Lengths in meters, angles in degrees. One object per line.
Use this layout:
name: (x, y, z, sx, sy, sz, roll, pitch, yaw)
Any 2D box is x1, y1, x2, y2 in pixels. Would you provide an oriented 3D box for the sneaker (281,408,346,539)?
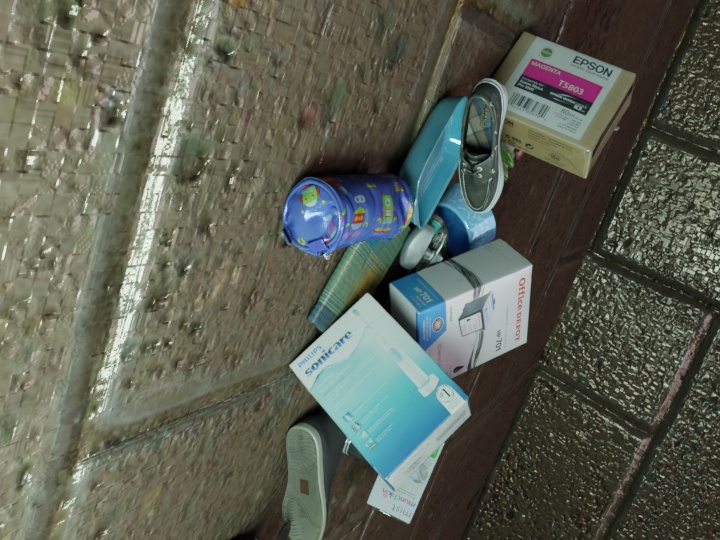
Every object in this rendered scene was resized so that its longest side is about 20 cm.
sneaker: (-0.058, 0.306, 1.150, 0.106, 0.073, 0.205, -25, 123, -59)

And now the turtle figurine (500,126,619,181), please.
turtle figurine: (0.326, -0.227, 1.340, 0.193, 0.144, 0.201, -40, 110, -8)

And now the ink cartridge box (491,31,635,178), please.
ink cartridge box: (0.301, -0.261, 1.206, 0.166, 0.197, 0.075, -56, 158, -17)

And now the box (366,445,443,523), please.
box: (0.100, 0.350, 1.495, 0.200, 0.095, 0.180, -47, 160, -74)

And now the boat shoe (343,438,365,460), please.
boat shoe: (0.035, 0.265, 1.354, 0.199, 0.056, 0.070, -37, 146, -48)

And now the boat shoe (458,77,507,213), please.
boat shoe: (0.165, -0.166, 1.087, 0.057, 0.067, 0.204, -43, 142, -45)

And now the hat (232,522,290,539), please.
hat: (-0.168, 0.426, 1.066, 0.201, 0.080, 0.204, 90, 25, -78)

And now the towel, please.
towel: (0.000, 0.000, 1.057, 0.202, 0.021, 0.147, -59, 158, -9)

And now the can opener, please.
can opener: (0.063, 0.014, 1.155, 0.202, 0.066, 0.054, -57, -168, 26)

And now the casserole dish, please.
casserole dish: (0.100, -0.154, 1.065, 0.202, 0.038, 0.122, -60, 159, -26)

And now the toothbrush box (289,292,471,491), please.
toothbrush box: (0.026, 0.156, 1.009, 0.146, 0.200, 0.086, -42, 155, -10)

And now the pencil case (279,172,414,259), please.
pencil case: (-0.009, -0.066, 0.883, 0.199, 0.076, 0.089, -18, 102, -60)

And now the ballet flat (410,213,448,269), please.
ballet flat: (0.105, -0.022, 1.221, 0.073, 0.072, 0.203, -44, 145, -38)

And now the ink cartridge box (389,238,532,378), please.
ink cartridge box: (0.145, 0.063, 1.122, 0.196, 0.086, 0.149, -20, 127, -20)

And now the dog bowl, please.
dog bowl: (0.155, -0.043, 1.247, 0.049, 0.111, 0.203, -33, 145, -27)
